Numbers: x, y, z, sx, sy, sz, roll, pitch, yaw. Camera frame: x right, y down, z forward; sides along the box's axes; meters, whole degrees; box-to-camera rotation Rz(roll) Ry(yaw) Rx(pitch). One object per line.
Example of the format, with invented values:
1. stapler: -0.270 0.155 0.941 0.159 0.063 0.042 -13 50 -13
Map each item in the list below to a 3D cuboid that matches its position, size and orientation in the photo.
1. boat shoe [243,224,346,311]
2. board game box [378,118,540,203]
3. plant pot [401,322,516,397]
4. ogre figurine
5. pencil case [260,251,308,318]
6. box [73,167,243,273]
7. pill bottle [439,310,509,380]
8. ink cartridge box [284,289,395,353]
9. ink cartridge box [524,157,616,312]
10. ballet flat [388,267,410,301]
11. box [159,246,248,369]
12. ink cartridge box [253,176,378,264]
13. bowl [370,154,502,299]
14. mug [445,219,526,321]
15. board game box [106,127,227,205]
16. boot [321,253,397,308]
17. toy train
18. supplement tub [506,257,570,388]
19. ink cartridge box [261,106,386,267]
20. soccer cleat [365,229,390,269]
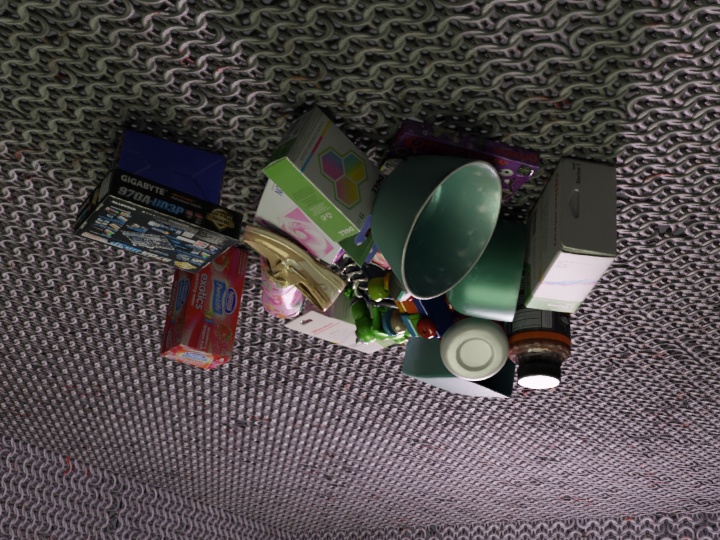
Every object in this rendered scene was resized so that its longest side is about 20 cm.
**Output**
1. boat shoe: -0.111 0.000 1.724 0.199 0.070 0.073 34 169 -27
2. board game box: 0.136 -0.150 1.514 0.197 0.033 0.120 13 151 -13
3. plant pot: 0.177 0.158 2.055 0.140 0.143 0.199 23 159 -33
4. ogre figurine: 0.051 0.065 1.897 0.197 0.121 0.098 -1 155 19
5. pencil case: -0.131 0.012 1.871 0.086 0.089 0.201 7 155 -2
6. box: -0.288 -0.066 1.544 0.198 0.047 0.159 19 153 -26
7. pill bottle: 0.183 0.086 1.806 0.111 0.201 0.114 0 117 0
8. ink cartridge box: -0.031 0.088 2.032 0.198 0.068 0.117 19 154 -29
9. ink cartridge box: 0.298 -0.047 1.553 0.083 0.147 0.200 7 156 -4
10. ballet flat: 0.072 -0.028 1.592 0.067 0.201 0.069 21 129 2
11. box: -0.266 0.055 1.856 0.099 0.203 0.095 20 155 -28
12. ink cartridge box: -0.055 -0.080 1.631 0.198 0.044 0.197 29 153 -2
13. bowl: 0.090 -0.075 1.464 0.105 0.202 0.201 34 173 34
14. mug: 0.187 0.002 1.681 0.113 0.154 0.186 8 157 4
15. board game box: -0.305 -0.108 1.633 0.157 0.098 0.200 15 155 -17
16. boot: 0.000 0.000 1.801 0.197 0.092 0.073 14 155 -17
17. toy train: 0.056 0.017 1.709 0.115 0.085 0.201 -13 114 42
18. supplement tub: 0.291 0.087 1.779 0.105 0.203 0.107 3 158 1
19. ink cartridge box: -0.029 -0.112 1.468 0.200 0.104 0.059 44 142 -22
20. soccer cleat: 0.076 -0.012 1.762 0.197 0.067 0.077 10 120 -19
